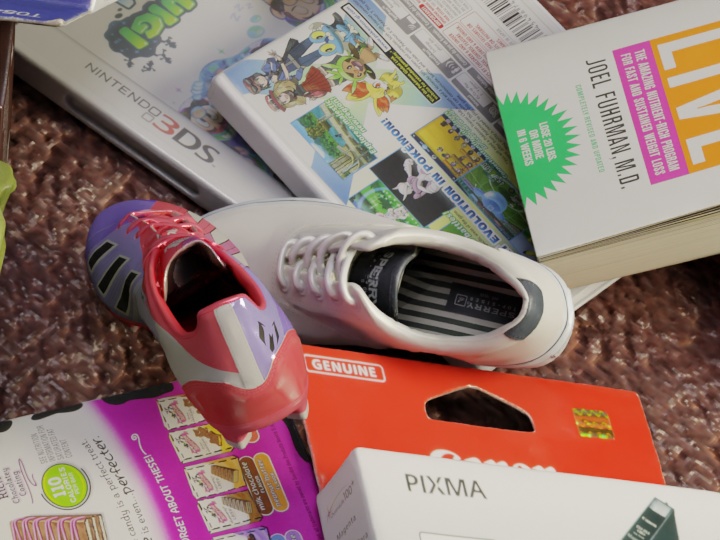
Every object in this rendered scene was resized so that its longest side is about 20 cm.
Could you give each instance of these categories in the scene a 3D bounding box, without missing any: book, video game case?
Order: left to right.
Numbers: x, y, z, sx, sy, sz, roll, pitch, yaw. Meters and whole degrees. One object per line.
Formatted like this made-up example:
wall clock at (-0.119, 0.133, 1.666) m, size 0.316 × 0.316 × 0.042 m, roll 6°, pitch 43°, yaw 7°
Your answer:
video game case at (-0.055, -0.120, 1.456) m, size 0.182 × 0.024 × 0.200 m, roll 35°, pitch 54°, yaw 17°
video game case at (0.053, -0.062, 1.412) m, size 0.182 × 0.022 × 0.200 m, roll -33°, pitch 73°, yaw -31°
book at (0.171, -0.074, 1.368) m, size 0.199 × 0.048 × 0.134 m, roll -16°, pitch 54°, yaw 5°

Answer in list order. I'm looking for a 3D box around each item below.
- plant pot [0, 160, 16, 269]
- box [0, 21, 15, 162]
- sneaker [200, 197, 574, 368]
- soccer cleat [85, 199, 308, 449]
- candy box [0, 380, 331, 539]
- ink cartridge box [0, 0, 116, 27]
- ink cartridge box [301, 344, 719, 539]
plant pot at (-0.253, -0.010, 1.206) m, size 0.189 × 0.200 × 0.201 m, roll 16°, pitch 50°, yaw -12°
box at (-0.266, -0.080, 1.341) m, size 0.199 × 0.100 × 0.075 m, roll 3°, pitch 52°, yaw -6°
sneaker at (0.000, 0.000, 1.311) m, size 0.199 × 0.071 × 0.073 m, roll 6°, pitch 78°, yaw 18°
soccer cleat at (-0.077, 0.004, 1.252) m, size 0.067 × 0.077 × 0.200 m, roll -24°, pitch 33°, yaw -11°
candy box at (-0.113, 0.128, 1.228) m, size 0.199 × 0.061 × 0.137 m, roll -12°, pitch 56°, yaw -19°
ink cartridge box at (-0.206, -0.162, 1.367) m, size 0.196 × 0.043 × 0.200 m, roll 9°, pitch 13°, yaw 8°
ink cartridge box at (0.075, 0.103, 1.255) m, size 0.199 × 0.044 × 0.174 m, roll 9°, pitch 49°, yaw -28°
